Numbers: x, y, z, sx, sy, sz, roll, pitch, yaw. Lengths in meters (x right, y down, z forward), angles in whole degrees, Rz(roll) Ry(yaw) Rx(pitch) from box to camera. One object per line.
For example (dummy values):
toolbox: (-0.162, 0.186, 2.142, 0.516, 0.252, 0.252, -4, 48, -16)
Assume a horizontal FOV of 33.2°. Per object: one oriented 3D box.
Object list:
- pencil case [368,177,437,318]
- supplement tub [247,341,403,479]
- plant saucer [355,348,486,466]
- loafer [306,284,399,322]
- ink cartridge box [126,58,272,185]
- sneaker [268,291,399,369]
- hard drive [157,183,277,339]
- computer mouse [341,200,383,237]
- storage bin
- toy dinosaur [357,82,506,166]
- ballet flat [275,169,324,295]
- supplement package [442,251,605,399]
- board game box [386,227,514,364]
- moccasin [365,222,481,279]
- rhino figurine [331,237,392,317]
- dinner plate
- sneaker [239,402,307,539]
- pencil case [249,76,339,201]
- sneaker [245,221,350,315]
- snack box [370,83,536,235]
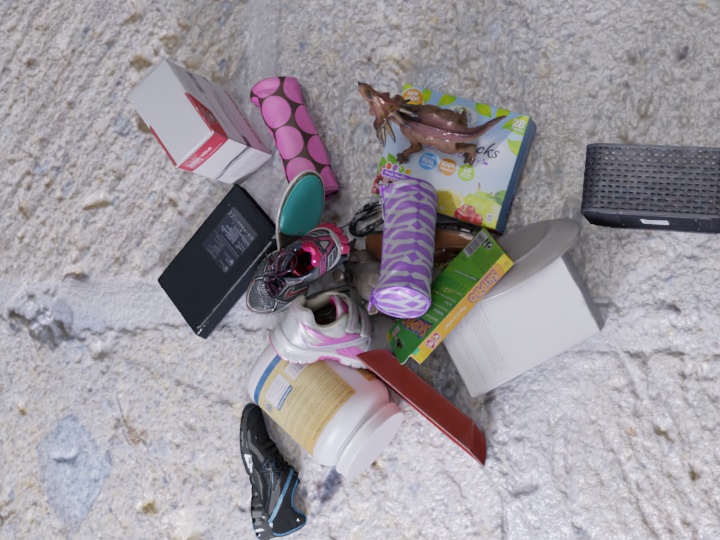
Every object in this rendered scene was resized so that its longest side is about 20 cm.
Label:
pencil case: (0.060, -0.034, 1.638, 0.084, 0.084, 0.202, 8, 54, -4)
supplement tub: (-0.050, 0.185, 1.729, 0.199, 0.144, 0.145, 41, 97, 19)
plant saucer: (0.094, 0.182, 1.655, 0.199, 0.200, 0.037, 39, 86, 19)
loafer: (0.003, 0.053, 1.765, 0.197, 0.070, 0.071, -9, 81, 18)
ink cartridge box: (-0.237, -0.217, 1.812, 0.083, 0.200, 0.148, -40, 73, 14)
sneaker: (-0.024, 0.079, 1.675, 0.082, 0.197, 0.089, 59, 136, 39)
hard drive: (-0.214, -0.015, 1.848, 0.200, 0.033, 0.140, -49, 54, 8)
computer mouse: (-0.045, -0.057, 1.816, 0.197, 0.034, 0.059, -17, 67, 14)
storage bin: (0.401, -0.108, 1.611, 0.197, 0.135, 0.095, 4, 85, 19)
toy dinosaur: (0.094, -0.198, 1.658, 0.197, 0.135, 0.087, 8, 84, 19)
ballet flat: (-0.096, -0.055, 1.762, 0.068, 0.069, 0.203, 15, 110, 20)
supplement package: (0.220, 0.072, 1.656, 0.198, 0.120, 0.123, -29, 85, 14)
board game box: (0.116, 0.039, 1.607, 0.200, 0.096, 0.030, -45, 114, 8)
moccasin: (0.094, -0.026, 1.729, 0.199, 0.073, 0.079, -6, 89, 29)
rhino figurine: (0.000, 0.000, 1.719, 0.200, 0.087, 0.060, 45, 109, 40)
dinner plate: (0.206, -0.020, 1.643, 0.198, 0.200, 0.024, -31, 103, 13)
sneaker: (-0.132, 0.294, 1.794, 0.081, 0.073, 0.203, -12, 85, 0)
pencil case: (-0.099, -0.191, 1.823, 0.090, 0.094, 0.203, -13, 75, -29)
sneaker: (-0.103, 0.000, 1.692, 0.200, 0.074, 0.081, -40, 84, 38)
snack box: (0.134, -0.161, 1.746, 0.197, 0.068, 0.171, 19, 89, 19)
